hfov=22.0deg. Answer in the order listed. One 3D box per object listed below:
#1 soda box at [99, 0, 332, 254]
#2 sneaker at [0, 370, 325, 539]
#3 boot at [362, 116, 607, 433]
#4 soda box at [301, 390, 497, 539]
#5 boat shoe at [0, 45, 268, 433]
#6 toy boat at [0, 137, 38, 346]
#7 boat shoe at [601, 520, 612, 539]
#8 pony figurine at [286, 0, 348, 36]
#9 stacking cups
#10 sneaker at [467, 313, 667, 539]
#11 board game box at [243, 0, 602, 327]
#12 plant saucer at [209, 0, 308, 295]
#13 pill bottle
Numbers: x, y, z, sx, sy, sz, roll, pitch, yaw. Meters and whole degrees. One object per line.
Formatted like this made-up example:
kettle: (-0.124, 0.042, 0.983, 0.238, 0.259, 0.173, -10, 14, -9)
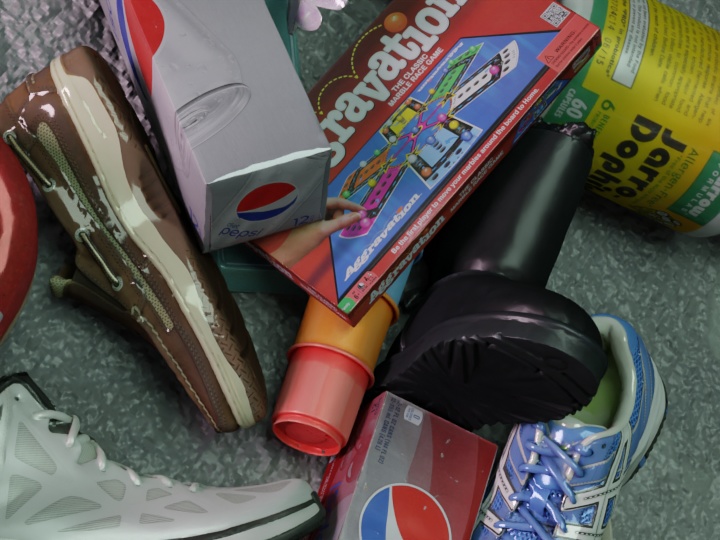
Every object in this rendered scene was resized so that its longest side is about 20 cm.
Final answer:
soda box: (-0.081, -0.112, 0.930, 0.068, 0.064, 0.201, -16, 62, -15)
sneaker: (-0.116, 0.095, 0.862, 0.199, 0.076, 0.117, -10, 77, -26)
boot: (0.079, -0.004, 0.930, 0.073, 0.198, 0.164, 32, 66, -14)
soda box: (0.000, 0.166, 0.898, 0.070, 0.063, 0.201, 27, 62, -13)
boat shoe: (-0.117, -0.005, 0.916, 0.074, 0.075, 0.204, -27, 89, 4)
toy boat: (-0.224, 0.002, 0.803, 0.130, 0.131, 0.201, 28, 60, 4)
boat shoe: (0.100, 0.187, 0.952, 0.072, 0.063, 0.202, -8, 57, 15)
pony figurine: (-0.011, -0.227, 0.987, 0.166, 0.193, 0.200, -43, 99, 8)
stacking cups: (0.000, 0.000, 0.963, 0.060, 0.060, 0.202, 27, 64, -14)
sneaker: (0.090, 0.109, 0.920, 0.075, 0.077, 0.201, 15, 62, 23)
board game box: (0.023, -0.075, 0.949, 0.103, 0.019, 0.200, 35, 75, 25)
plant saucer: (-0.059, -0.086, 0.994, 0.069, 0.019, 0.202, 3, 70, -24)
pill bottle: (0.174, -0.087, 1.051, 0.198, 0.113, 0.114, 24, 62, -17)
